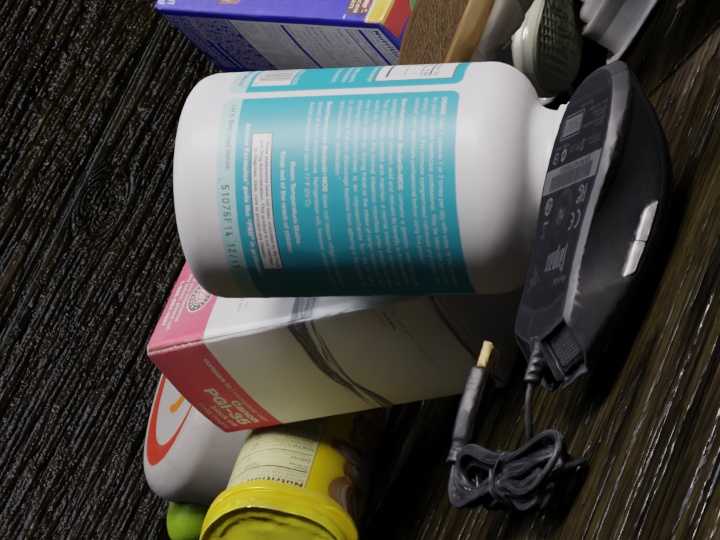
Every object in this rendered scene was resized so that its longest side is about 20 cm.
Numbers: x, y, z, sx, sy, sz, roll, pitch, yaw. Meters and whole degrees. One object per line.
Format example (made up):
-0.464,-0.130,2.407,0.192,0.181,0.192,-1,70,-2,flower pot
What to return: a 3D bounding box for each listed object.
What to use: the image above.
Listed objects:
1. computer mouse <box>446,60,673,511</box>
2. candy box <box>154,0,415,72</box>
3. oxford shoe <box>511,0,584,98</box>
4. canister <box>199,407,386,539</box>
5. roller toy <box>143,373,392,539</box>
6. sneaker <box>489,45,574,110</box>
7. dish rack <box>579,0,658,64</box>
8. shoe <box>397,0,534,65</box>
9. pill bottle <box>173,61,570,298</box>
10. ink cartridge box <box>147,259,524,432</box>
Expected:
0.090,0.017,0.945,0.140,0.046,0.201,143,141,-69,computer mouse
-0.005,-0.201,1.286,0.200,0.077,0.169,10,69,43,candy box
0.100,-0.164,1.273,0.200,0.058,0.075,-78,-22,-50,oxford shoe
-0.040,0.152,1.237,0.200,0.086,0.149,-72,-6,-67,canister
-0.055,0.087,1.484,0.183,0.139,0.200,-84,20,-44,roller toy
0.063,-0.062,1.340,0.074,0.080,0.200,-4,-46,-43,sneaker
0.177,-0.230,1.266,0.172,0.043,0.200,-59,8,37,dish rack
0.074,-0.150,1.109,0.070,0.053,0.200,-107,35,-50,shoe
0.019,-0.043,1.036,0.111,0.199,0.111,-1,-90,-76,pill bottle
0.000,0.000,1.183,0.200,0.083,0.147,-11,42,37,ink cartridge box
